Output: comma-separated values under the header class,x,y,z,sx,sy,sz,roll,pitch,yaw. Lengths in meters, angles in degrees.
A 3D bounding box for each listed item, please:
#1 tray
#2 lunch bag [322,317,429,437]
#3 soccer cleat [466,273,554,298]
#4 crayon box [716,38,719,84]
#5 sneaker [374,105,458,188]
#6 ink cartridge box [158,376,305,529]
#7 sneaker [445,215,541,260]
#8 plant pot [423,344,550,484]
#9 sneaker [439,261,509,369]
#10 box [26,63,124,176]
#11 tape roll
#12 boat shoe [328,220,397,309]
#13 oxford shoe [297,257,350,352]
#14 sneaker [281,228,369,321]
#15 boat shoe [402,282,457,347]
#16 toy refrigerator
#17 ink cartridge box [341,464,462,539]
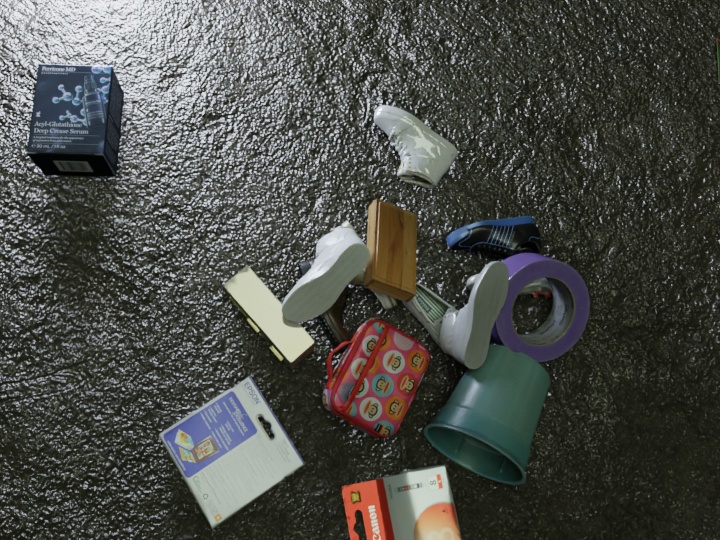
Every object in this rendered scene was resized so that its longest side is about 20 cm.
class,x,y,z,sx,sy,sz,roll,pitch,yaw
tray,0.063,-0.043,1.443,0.098,0.037,0.201,20,50,-21
lunch bag,0.020,0.197,1.376,0.176,0.082,0.201,32,71,-11
soccer cleat,0.308,0.015,1.486,0.199,0.069,0.078,1,68,-12
crayon box,0.939,-0.486,1.696,0.199,0.051,0.128,5,74,-3
sneaker,0.095,-0.256,1.532,0.199,0.074,0.116,32,70,3
ink cartridge box,-0.237,0.334,1.351,0.199,0.047,0.198,-31,77,-15
sneaker,0.278,-0.058,1.499,0.199,0.070,0.078,-11,68,-9
plant pot,0.249,0.258,1.349,0.200,0.200,0.197,30,66,4
sneaker,0.203,0.072,1.360,0.073,0.115,0.201,18,91,-26
box,-0.572,-0.303,1.476,0.147,0.107,0.201,0,73,-4
tape roll,0.337,0.070,1.416,0.199,0.085,0.201,-3,101,-14
boat shoe,0.000,0.000,1.461,0.068,0.075,0.201,-33,77,0
oxford shoe,-0.052,0.062,1.433,0.084,0.073,0.201,-18,76,-12
sneaker,-0.072,0.005,1.376,0.200,0.116,0.074,-41,117,6
boat shoe,0.162,0.102,1.442,0.200,0.067,0.074,38,74,6
toy refrigerator,-0.179,0.094,1.410,0.070,0.076,0.200,-41,81,-15
ink cartridge box,0.077,0.456,1.340,0.199,0.050,0.163,-8,74,-11
